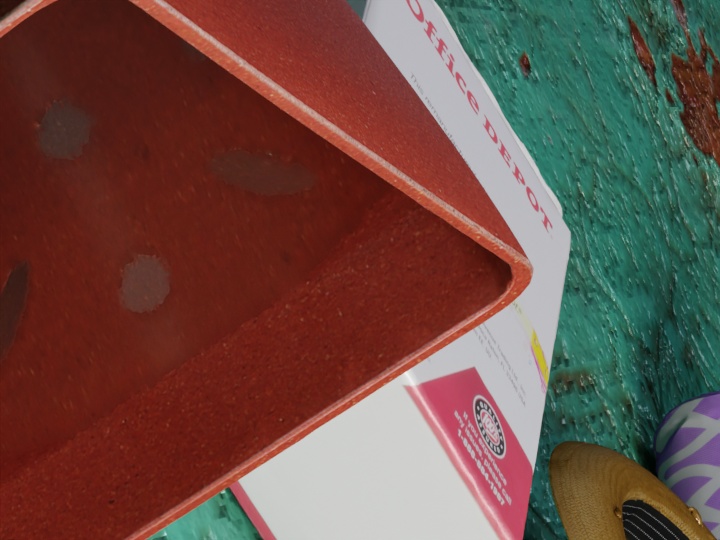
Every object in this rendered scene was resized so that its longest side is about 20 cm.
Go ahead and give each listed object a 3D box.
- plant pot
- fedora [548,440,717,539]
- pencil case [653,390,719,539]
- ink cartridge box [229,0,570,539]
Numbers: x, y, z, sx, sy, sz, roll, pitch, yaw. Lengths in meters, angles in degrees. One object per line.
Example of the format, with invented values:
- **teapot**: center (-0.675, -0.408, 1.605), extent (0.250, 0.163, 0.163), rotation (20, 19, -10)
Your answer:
- **plant pot**: center (-0.110, -0.045, 0.702), extent (0.200, 0.199, 0.177), rotation (33, 29, -55)
- **fedora**: center (0.110, 0.164, 1.139), extent (0.201, 0.082, 0.201), rotation (47, 20, -23)
- **pencil case**: center (0.180, 0.148, 1.336), extent (0.086, 0.083, 0.201), rotation (78, 8, -53)
- **ink cartridge box**: center (0.000, 0.000, 1.037), extent (0.148, 0.085, 0.200), rotation (57, 23, -24)
